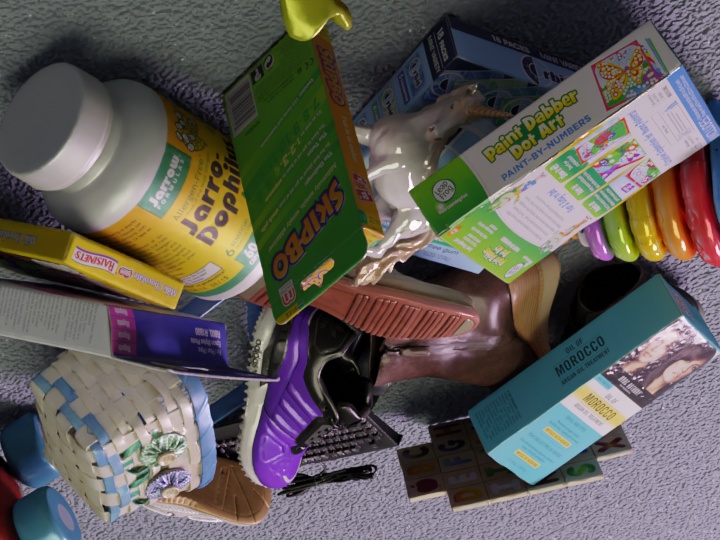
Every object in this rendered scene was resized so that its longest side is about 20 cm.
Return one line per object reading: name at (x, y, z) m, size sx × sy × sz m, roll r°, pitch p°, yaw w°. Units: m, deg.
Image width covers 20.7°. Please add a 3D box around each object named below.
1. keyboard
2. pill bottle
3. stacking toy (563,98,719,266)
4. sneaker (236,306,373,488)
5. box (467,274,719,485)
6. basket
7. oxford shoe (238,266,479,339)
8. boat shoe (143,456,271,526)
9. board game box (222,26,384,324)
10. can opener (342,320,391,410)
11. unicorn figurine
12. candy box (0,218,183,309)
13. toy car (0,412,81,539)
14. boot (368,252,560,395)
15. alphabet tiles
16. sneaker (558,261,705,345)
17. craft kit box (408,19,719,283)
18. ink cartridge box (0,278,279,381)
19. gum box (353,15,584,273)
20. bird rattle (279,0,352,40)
keyboard at (-0.050, 0.163, 1.732) m, size 0.199 × 0.021 × 0.127 m, roll -15°, pitch 140°, yaw 36°
pill bottle at (-0.151, -0.064, 1.370) m, size 0.113 × 0.113 × 0.200 m, roll -32°, pitch 140°, yaw 25°
stacking toy at (0.206, -0.046, 1.531) m, size 0.199 × 0.116 × 0.110 m, roll -11°, pitch 144°, yaw 17°
sneaker at (-0.041, 0.113, 1.611) m, size 0.099 × 0.070 × 0.201 m, roll 18°, pitch 131°, yaw 14°
box at (0.194, 0.093, 1.630) m, size 0.200 × 0.049 × 0.082 m, roll -37°, pitch 139°, yaw 15°
basket at (-0.157, 0.099, 1.586) m, size 0.200 × 0.139 × 0.177 m, roll -39°, pitch 153°, yaw -23°
oxford shoe at (0.000, 0.000, 1.510) m, size 0.199 × 0.074 × 0.071 m, roll 16°, pitch 150°, yaw -15°
boat shoe at (-0.179, 0.181, 1.726) m, size 0.199 × 0.071 × 0.069 m, roll 27°, pitch 151°, yaw -22°
board game box at (-0.040, -0.066, 1.326) m, size 0.030 × 0.201 × 0.095 m, roll 20°, pitch 133°, yaw -38°
can opener at (0.000, 0.099, 1.701) m, size 0.063 × 0.079 × 0.200 m, roll -40°, pitch 161°, yaw -31°
unicorn figurine at (0.025, -0.069, 1.389) m, size 0.137 × 0.074 × 0.200 m, roll -23°, pitch 159°, yaw -8°
candy box at (-0.223, -0.011, 1.396) m, size 0.102 × 0.027 × 0.200 m, roll 23°, pitch 172°, yaw -41°
toy car at (-0.361, 0.173, 1.600) m, size 0.184 × 0.177 × 0.200 m, roll -30°, pitch 130°, yaw 7°
boot at (0.079, 0.069, 1.639) m, size 0.166 × 0.072 × 0.201 m, roll -15°, pitch 132°, yaw -22°
alphabet tiles at (0.134, 0.160, 1.741) m, size 0.199 × 0.167 × 0.006 m, roll -13°, pitch 111°, yaw 0°
sneaker at (0.189, 0.065, 1.697) m, size 0.200 × 0.075 × 0.106 m, roll -40°, pitch 133°, yaw 19°
craft kit box at (0.149, -0.076, 1.374) m, size 0.197 × 0.049 × 0.200 m, roll -38°, pitch 162°, yaw 8°
ink cartridge box at (-0.179, 0.039, 1.410) m, size 0.199 × 0.044 × 0.196 m, roll 9°, pitch 178°, yaw 20°
gum box at (0.077, -0.088, 1.466) m, size 0.169 × 0.045 × 0.200 m, roll 15°, pitch 135°, yaw -33°
bird rattle at (-0.001, -0.250, 1.209) m, size 0.162 × 0.113 × 0.201 m, roll -3°, pitch 132°, yaw -32°
